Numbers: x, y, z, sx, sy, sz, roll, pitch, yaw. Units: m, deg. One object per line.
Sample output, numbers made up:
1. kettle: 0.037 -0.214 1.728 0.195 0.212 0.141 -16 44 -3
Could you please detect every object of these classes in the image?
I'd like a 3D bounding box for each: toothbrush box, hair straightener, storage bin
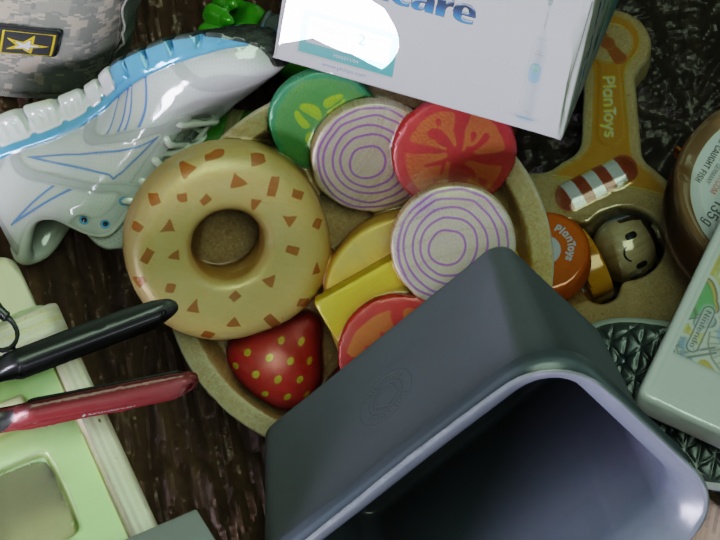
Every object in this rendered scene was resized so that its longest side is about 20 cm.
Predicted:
1. toothbrush box: 0.058 -0.164 1.104 0.146 0.086 0.200 16 36 7
2. hair straightener: -0.178 0.041 1.036 0.199 0.041 0.077 -13 80 -7
3. storage bin: 0.048 0.095 1.036 0.200 0.135 0.145 -39 120 18

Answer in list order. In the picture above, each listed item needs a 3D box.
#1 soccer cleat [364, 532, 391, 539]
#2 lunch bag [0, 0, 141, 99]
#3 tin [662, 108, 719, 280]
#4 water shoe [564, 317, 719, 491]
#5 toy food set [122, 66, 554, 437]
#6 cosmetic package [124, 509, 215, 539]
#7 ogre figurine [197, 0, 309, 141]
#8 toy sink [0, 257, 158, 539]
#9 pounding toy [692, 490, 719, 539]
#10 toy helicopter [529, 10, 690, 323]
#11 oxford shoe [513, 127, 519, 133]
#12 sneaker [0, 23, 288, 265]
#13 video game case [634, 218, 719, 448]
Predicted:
1. soccer cleat: 0.012 0.153 1.134 0.200 0.069 0.085 -42 89 -11
2. lunch bag: -0.195 -0.172 1.131 0.200 0.164 0.118 36 69 2
3. tin: 0.243 -0.011 1.113 0.199 0.042 0.112 30 73 13
4. water shoe: 0.193 0.081 1.102 0.199 0.079 0.072 20 85 9
5. toy food set: 0.000 0.000 1.098 0.197 0.049 0.201 -30 106 7
6. cosmetic package: -0.112 0.227 1.045 0.150 0.052 0.201 -23 122 -14
7. ogre figurine: -0.026 -0.039 1.160 0.119 0.098 0.201 1 65 4
8. toy sink: -0.188 0.091 1.095 0.130 0.112 0.201 -23 80 -14
9. pounding toy: 0.216 0.186 1.131 0.199 0.142 0.185 11 93 -4
10. toy helicopter: 0.142 -0.052 1.195 0.131 0.079 0.201 -3 61 9
11. oxford shoe: 0.068 -0.127 1.204 0.073 0.071 0.201 25 55 5
12. sneaker: -0.109 -0.058 1.126 0.075 0.199 0.087 -7 76 -55
13. video game case: 0.251 0.017 1.067 0.181 0.023 0.201 24 67 11
